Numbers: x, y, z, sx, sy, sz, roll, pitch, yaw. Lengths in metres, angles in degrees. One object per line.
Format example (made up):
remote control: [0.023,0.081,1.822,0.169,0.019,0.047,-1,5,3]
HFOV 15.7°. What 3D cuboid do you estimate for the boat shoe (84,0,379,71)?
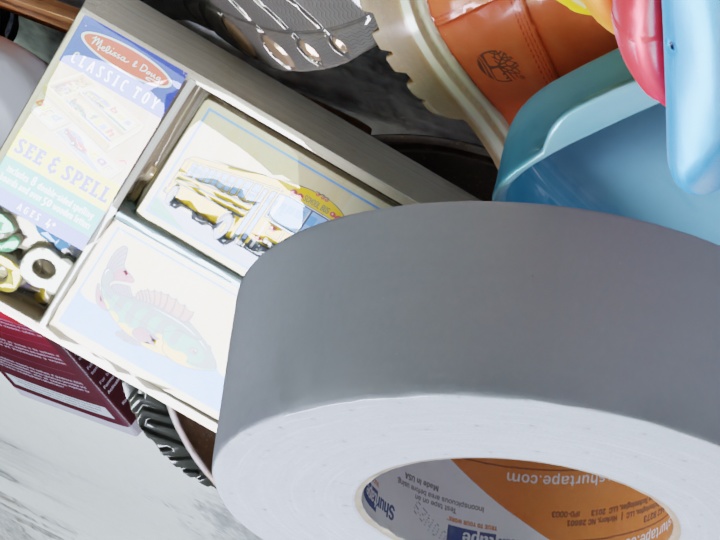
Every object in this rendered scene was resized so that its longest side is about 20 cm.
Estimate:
boat shoe: [-0.044,-0.126,0.917,0.200,0.073,0.075,21,153,49]

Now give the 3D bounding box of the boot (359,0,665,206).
boot: [0.095,-0.055,0.858,0.107,0.075,0.200,-6,146,35]

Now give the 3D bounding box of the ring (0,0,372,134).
ring: [-0.091,-0.084,1.034,0.200,0.019,0.200,21,180,0]

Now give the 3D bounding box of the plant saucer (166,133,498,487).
plant saucer: [0.023,0.030,0.983,0.200,0.035,0.201,5,123,9]

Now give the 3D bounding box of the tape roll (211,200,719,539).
tape roll: [0.054,0.051,0.848,0.200,0.066,0.200,7,155,3]

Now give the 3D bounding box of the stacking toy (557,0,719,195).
stacking toy: [0.065,-0.121,0.738,0.200,0.110,0.116,34,146,39]

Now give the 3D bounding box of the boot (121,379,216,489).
boot: [-0.054,0.028,1.157,0.182,0.072,0.200,51,-168,-32]

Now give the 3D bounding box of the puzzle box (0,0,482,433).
puzzle box: [-0.039,-0.002,0.940,0.200,0.025,0.133,30,122,-8]

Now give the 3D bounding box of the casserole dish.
casserole dish: [0.121,-0.023,0.829,0.121,0.039,0.200,-25,144,23]

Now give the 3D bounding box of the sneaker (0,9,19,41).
sneaker: [-0.180,-0.132,1.145,0.072,0.072,0.200,5,159,-16]

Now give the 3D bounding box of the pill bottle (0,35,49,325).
pill bottle: [-0.153,-0.034,1.175,0.112,0.112,0.200,30,179,15]

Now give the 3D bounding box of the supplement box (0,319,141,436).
supplement box: [-0.190,0.000,1.432,0.109,0.061,0.200,15,152,42]
